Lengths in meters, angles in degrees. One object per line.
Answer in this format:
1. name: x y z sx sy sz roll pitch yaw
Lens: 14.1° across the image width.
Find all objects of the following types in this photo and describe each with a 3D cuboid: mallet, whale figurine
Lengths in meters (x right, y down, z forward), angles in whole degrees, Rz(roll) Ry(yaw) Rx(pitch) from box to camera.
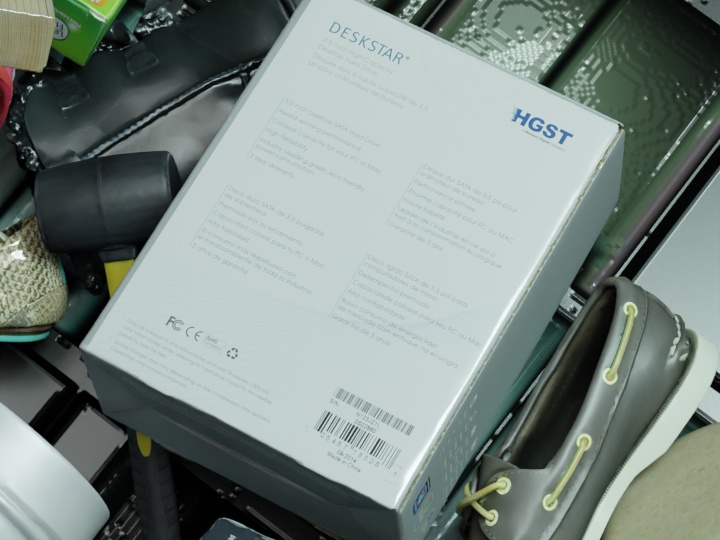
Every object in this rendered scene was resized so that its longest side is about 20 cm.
1. mallet: -0.110 0.047 1.304 0.065 0.041 0.201 0 98 5
2. whale figurine: 0.153 0.157 1.256 0.104 0.159 0.200 51 53 -25

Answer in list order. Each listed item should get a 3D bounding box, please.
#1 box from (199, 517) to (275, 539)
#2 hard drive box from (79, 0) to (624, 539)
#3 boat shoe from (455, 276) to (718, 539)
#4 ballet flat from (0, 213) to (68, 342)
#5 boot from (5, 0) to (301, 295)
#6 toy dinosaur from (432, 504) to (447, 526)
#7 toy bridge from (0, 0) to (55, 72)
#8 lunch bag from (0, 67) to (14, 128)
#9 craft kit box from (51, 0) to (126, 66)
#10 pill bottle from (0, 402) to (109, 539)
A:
1. box: -0.015 0.240 1.173 0.196 0.124 0.201 22 116 11
2. hard drive box: 0.000 0.000 1.242 0.155 0.077 0.201 27 70 15
3. boat shoe: 0.077 0.096 1.279 0.060 0.072 0.202 39 76 -17
4. ballet flat: -0.233 -0.002 1.322 0.199 0.068 0.076 -4 103 1
5. boot: -0.063 -0.041 1.346 0.162 0.073 0.199 -27 75 -8
6. toy dinosaur: 0.031 0.059 1.313 0.077 0.102 0.201 21 65 13
7. toy bridge: -0.167 -0.149 1.204 0.067 0.027 0.200 8 34 -17
8. lunch bag: -0.243 -0.091 1.280 0.175 0.200 0.082 8 73 -14
9. craft kit box: -0.162 -0.222 1.351 0.197 0.049 0.200 31 53 -2
10. pill bottle: -0.207 0.151 1.258 0.113 0.113 0.200 39 75 10
